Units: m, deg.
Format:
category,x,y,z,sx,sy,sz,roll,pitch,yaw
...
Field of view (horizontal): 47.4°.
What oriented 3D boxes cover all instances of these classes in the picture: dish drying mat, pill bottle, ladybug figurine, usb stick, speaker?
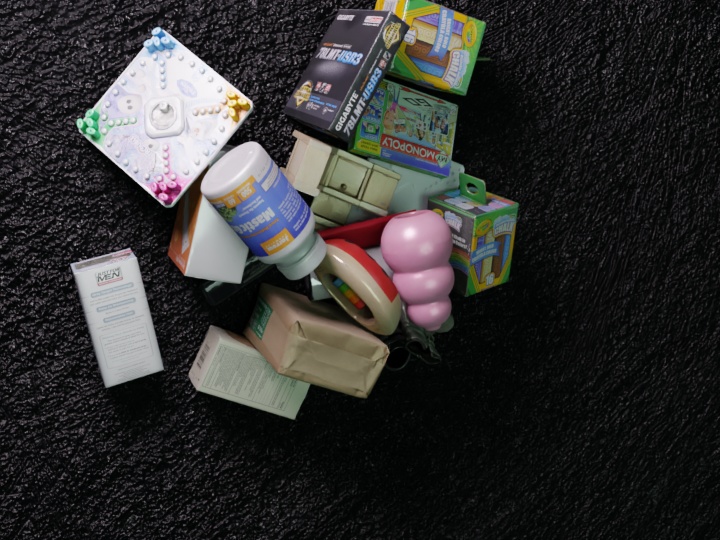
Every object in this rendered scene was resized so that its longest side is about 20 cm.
category,x,y,z,sx,sy,sz,roll,pitch,yaw
dish drying mat,0.002,-0.063,1.418,0.198,0.018,0.077,-13,153,-25
pill bottle,-0.137,-0.082,1.228,0.112,0.112,0.201,-43,120,-7
ladybug figurine,-0.004,0.019,1.360,0.200,0.135,0.072,48,66,-10
usb stick,-0.187,-0.010,1.411,0.199,0.033,0.056,-34,138,-12
speaker,0.000,0.000,1.463,0.197,0.081,0.082,-10,110,-12

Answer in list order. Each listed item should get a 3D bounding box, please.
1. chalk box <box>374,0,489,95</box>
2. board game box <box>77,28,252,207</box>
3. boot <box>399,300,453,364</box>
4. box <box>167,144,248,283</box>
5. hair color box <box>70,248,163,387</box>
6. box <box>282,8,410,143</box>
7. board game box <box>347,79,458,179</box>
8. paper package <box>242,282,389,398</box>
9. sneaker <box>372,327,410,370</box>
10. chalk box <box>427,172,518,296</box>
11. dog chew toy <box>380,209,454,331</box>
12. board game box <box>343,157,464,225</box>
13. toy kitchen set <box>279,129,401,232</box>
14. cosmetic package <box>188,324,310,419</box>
category,x,y,z,sx,sy,sz,roll,pitch,yaw
chalk box,0.122,-0.374,1.387,0.198,0.125,0.126,12,101,-27
board game box,-0.294,-0.231,1.221,0.199,0.026,0.201,39,87,11
boot,0.123,0.119,1.523,0.067,0.132,0.199,-30,147,24
box,-0.230,-0.097,1.314,0.096,0.124,0.203,9,101,-28
hair color box,-0.393,0.077,1.329,0.098,0.061,0.203,-16,113,-20
box,-0.027,-0.315,1.300,0.049,0.200,0.200,26,95,-31
board game box,0.078,-0.252,1.445,0.198,0.029,0.137,12,82,-28
paper package,-0.082,0.118,1.409,0.189,0.200,0.105,20,97,-29
sneaker,0.048,0.095,1.521,0.070,0.099,0.202,-20,111,-16
chalk box,0.201,-0.077,1.499,0.123,0.124,0.203,-16,121,-38
dog chew toy,0.105,0.003,1.389,0.123,0.124,0.203,-16,101,-20
board game box,0.075,-0.129,1.506,0.198,0.026,0.202,17,98,-28
toy kitchen set,-0.037,-0.112,1.356,0.198,0.180,0.165,20,99,-16
cosmetic package,-0.190,0.181,1.451,0.198,0.071,0.106,25,94,-29
